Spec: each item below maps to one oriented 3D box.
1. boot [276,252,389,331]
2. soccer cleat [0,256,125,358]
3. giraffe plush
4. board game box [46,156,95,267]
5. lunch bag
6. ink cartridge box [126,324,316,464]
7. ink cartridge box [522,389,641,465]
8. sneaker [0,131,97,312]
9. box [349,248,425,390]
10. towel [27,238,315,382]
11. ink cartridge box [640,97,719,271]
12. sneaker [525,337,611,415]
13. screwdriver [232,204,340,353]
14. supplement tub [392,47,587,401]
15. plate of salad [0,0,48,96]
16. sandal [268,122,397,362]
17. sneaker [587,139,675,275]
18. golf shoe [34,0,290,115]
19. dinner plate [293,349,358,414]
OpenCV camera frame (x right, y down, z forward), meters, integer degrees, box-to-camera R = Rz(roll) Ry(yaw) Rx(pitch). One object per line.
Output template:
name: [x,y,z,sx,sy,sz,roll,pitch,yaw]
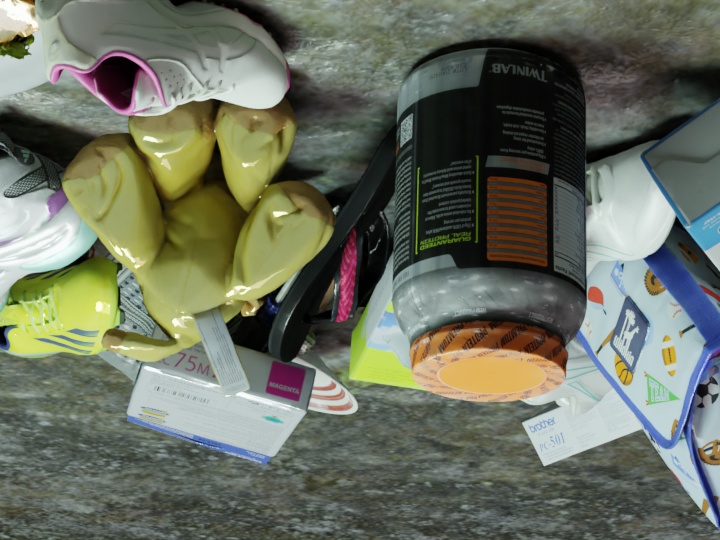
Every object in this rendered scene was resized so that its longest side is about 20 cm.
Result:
boot: [0.000,0.000,1.791,0.097,0.075,0.200,-4,168,-13]
soccer cleat: [-0.226,0.029,1.751,0.084,0.065,0.200,5,170,-24]
giraffe plush: [-0.097,-0.027,1.640,0.172,0.200,0.162,-5,-173,4]
board game box: [-0.300,-0.035,1.749,0.200,0.019,0.103,-4,142,14]
lunch bag: [0.237,0.064,1.737,0.124,0.170,0.200,-30,135,-3]
ink cartridge box: [-0.105,0.092,1.782,0.119,0.042,0.200,16,161,-5]
ink cartridge box: [0.229,0.097,1.968,0.094,0.044,0.200,-27,179,-40]
sneaker: [-0.285,-0.034,1.680,0.200,0.078,0.140,-36,123,29]
box: [0.072,0.024,1.698,0.122,0.048,0.200,9,151,-9]
towel: [-0.156,0.034,1.829,0.192,0.035,0.200,35,148,-15]
ink cartridge box: [0.273,-0.045,1.589,0.116,0.068,0.200,-35,147,9]
sneaker: [0.126,0.059,1.852,0.200,0.080,0.070,24,-167,-36]
screwdriver: [-0.055,0.011,1.698,0.029,0.028,0.200,3,146,-18]
supplement tub: [0.081,-0.027,1.532,0.122,0.200,0.123,2,158,1]
plate of salad: [-0.273,-0.140,1.491,0.200,0.048,0.200,1,158,1]
sandal: [-0.004,-0.010,1.641,0.045,0.075,0.200,34,116,6]
sneaker: [0.149,-0.039,1.670,0.080,0.071,0.200,16,155,-23]
golf shoe: [-0.120,-0.123,1.463,0.075,0.092,0.200,-19,151,39]
dinner plate: [-0.090,0.062,1.930,0.200,0.024,0.200,24,165,7]
